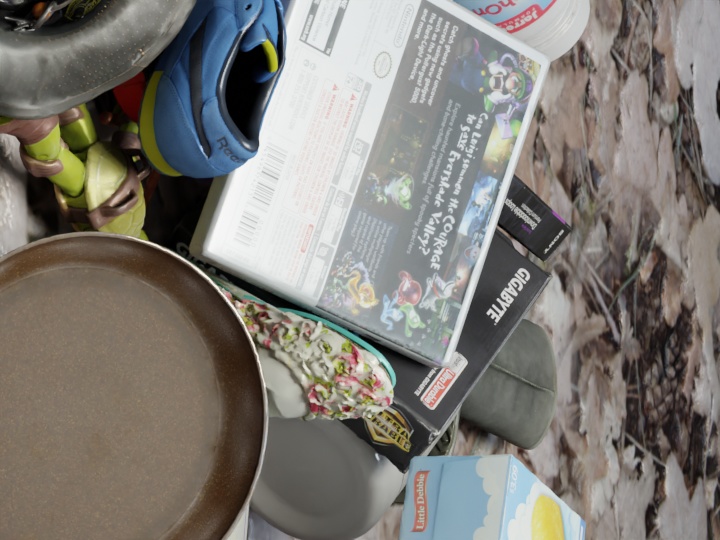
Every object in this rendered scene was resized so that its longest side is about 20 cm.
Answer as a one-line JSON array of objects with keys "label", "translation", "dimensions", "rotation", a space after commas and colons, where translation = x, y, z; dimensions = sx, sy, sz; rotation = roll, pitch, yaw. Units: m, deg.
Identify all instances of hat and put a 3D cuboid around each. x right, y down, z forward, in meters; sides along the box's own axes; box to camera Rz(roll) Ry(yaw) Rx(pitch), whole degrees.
[{"label": "hat", "translation": [-0.180, -0.183, 1.229], "dimensions": [0.199, 0.081, 0.202], "rotation": [-8, 110, -24]}]

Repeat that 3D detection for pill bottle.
[{"label": "pill bottle", "translation": [0.005, 0.075, 1.537], "dimensions": [0.200, 0.113, 0.115], "rotation": [-49, 130, -50]}, {"label": "pill bottle", "translation": [0.088, -0.229, 1.698], "dimensions": [0.200, 0.108, 0.110], "rotation": [44, 52, -51]}]

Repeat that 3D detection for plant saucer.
[{"label": "plant saucer", "translation": [-0.146, 0.080, 1.263], "dimensions": [0.199, 0.032, 0.202], "rotation": [-1, 92, -23]}]

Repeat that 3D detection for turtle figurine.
[{"label": "turtle figurine", "translation": [-0.153, -0.042, 1.308], "dimensions": [0.162, 0.064, 0.201], "rotation": [61, 40, -40]}]

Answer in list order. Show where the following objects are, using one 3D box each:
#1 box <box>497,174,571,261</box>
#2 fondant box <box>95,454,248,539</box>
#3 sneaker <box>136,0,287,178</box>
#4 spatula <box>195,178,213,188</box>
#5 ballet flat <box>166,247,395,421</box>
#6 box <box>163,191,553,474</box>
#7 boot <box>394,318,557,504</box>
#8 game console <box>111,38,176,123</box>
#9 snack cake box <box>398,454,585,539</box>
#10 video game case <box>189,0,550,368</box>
[{"label": "box", "translation": [0.052, -0.083, 1.590], "dimensions": [0.036, 0.143, 0.200], "rotation": [-51, 151, 4]}, {"label": "fondant box", "translation": [-0.124, 0.165, 1.364], "dimensions": [0.144, 0.058, 0.202], "rotation": [18, 73, -60]}, {"label": "sneaker", "translation": [-0.063, -0.145, 1.299], "dimensions": [0.066, 0.078, 0.202], "rotation": [27, 65, -44]}, {"label": "spatula", "translation": [-0.073, -0.141, 1.496], "dimensions": [0.057, 0.020, 0.201], "rotation": [46, 46, -31]}, {"label": "ballet flat", "translation": [-0.068, 0.048, 1.342], "dimensions": [0.064, 0.199, 0.076], "rotation": [-43, 136, -27]}, {"label": "box", "translation": [0.000, 0.000, 1.479], "dimensions": [0.198, 0.050, 0.200], "rotation": [39, 40, 3]}, {"label": "boot", "translation": [0.077, 0.098, 1.727], "dimensions": [0.200, 0.072, 0.183], "rotation": [41, 56, -61]}, {"label": "game console", "translation": [-0.093, -0.194, 1.349], "dimensions": [0.176, 0.031, 0.202], "rotation": [-31, 111, -47]}, {"label": "snack cake box", "translation": [0.066, 0.216, 1.340], "dimensions": [0.115, 0.067, 0.202], "rotation": [44, 49, -53]}, {"label": "video game case", "translation": [0.009, -0.068, 1.383], "dimensions": [0.181, 0.023, 0.202], "rotation": [25, 78, -30]}]
